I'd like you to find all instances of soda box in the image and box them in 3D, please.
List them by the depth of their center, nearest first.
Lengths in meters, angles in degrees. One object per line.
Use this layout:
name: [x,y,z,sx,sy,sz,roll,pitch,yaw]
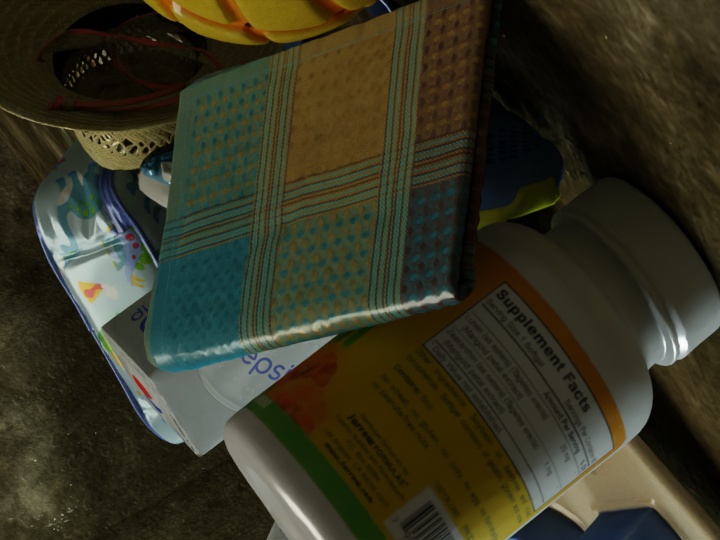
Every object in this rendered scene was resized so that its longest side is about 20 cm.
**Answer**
soda box: [-0.034,0.007,1.062,0.068,0.200,0.064,38,160,53]

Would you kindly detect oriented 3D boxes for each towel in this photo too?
towel: [-0.019,-0.036,0.857,0.022,0.147,0.200,23,155,-39]

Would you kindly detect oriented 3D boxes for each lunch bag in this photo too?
lunch bag: [-0.117,-0.006,1.271,0.200,0.082,0.161,62,-154,-18]

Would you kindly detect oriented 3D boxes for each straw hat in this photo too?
straw hat: [-0.123,-0.101,1.071,0.201,0.201,0.085,43,150,42]

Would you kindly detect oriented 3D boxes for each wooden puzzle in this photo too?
wooden puzzle: [0.103,0.120,1.062,0.200,0.046,0.185,44,156,-11]

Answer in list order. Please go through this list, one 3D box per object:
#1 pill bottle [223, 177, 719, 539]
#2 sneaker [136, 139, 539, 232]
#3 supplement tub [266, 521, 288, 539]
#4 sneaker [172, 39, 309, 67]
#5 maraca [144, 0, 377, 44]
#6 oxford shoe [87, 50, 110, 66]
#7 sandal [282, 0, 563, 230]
pill bottle: [0.052,0.050,0.836,0.111,0.200,0.111,50,169,14]
sneaker: [-0.018,-0.009,0.983,0.199,0.075,0.087,16,120,5]
supplement tub: [0.054,0.194,1.205,0.200,0.145,0.145,42,172,-13]
sneaker: [-0.049,-0.042,1.144,0.076,0.087,0.201,-50,-49,-66]
maraca: [-0.054,-0.145,0.824,0.137,0.107,0.200,17,163,-36]
oxford shoe: [-0.137,-0.130,1.209,0.070,0.075,0.201,72,-175,-69]
sandal: [0.018,-0.079,0.921,0.200,0.079,0.087,30,129,45]
